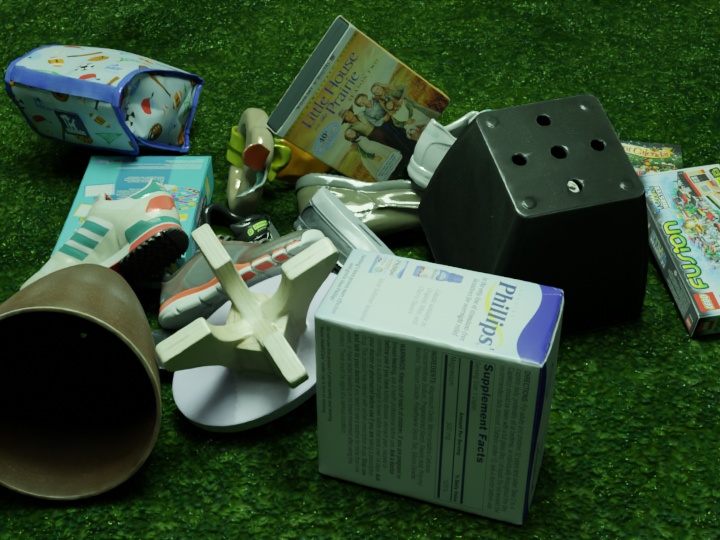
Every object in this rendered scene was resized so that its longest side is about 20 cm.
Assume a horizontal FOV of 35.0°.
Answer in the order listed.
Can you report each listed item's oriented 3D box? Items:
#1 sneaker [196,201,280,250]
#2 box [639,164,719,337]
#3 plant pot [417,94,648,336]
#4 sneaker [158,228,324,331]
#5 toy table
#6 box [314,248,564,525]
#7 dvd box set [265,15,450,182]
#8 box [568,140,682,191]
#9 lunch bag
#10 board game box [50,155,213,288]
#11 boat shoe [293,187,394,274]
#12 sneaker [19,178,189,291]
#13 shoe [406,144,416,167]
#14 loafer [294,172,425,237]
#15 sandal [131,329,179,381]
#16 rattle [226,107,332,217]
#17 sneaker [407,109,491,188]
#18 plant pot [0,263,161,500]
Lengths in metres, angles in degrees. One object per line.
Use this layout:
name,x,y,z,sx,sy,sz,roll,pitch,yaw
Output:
sneaker,-0.109,-0.013,1.229,0.198,0.084,0.070,30,48,33
box,0.374,-0.025,1.237,0.108,0.035,0.202,-8,52,-9
plant pot,0.186,-0.063,1.169,0.196,0.179,0.202,-10,55,-12
sneaker,-0.128,-0.010,1.170,0.197,0.077,0.083,-24,61,13
toy table,-0.095,0.054,1.054,0.200,0.118,0.183,-44,64,-14
box,0.067,0.100,1.002,0.196,0.187,0.105,12,38,15
dvd box set,0.002,-0.183,1.311,0.199,0.147,0.029,27,13,-47
box,0.287,-0.107,1.374,0.196,0.038,0.138,5,39,8
lunch bag,-0.316,-0.212,1.408,0.167,0.126,0.200,13,5,17
board game box,-0.257,-0.059,1.320,0.148,0.048,0.202,0,39,3
boat shoe,0.000,0.000,1.226,0.200,0.068,0.072,47,12,21
sneaker,-0.275,-0.025,1.204,0.197,0.070,0.095,-27,60,12
shoe,0.112,-0.101,1.368,0.069,0.054,0.201,14,29,-44
loafer,0.019,-0.061,1.310,0.196,0.075,0.071,5,68,7
sandal,-0.133,0.079,1.142,0.196,0.049,0.076,0,38,2
rattle,-0.084,-0.113,1.306,0.141,0.132,0.200,25,-8,-17
sneaker,0.148,-0.144,1.300,0.197,0.090,0.075,-9,39,-35
plant pot,-0.266,0.077,1.067,0.183,0.190,0.201,-2,24,-2
